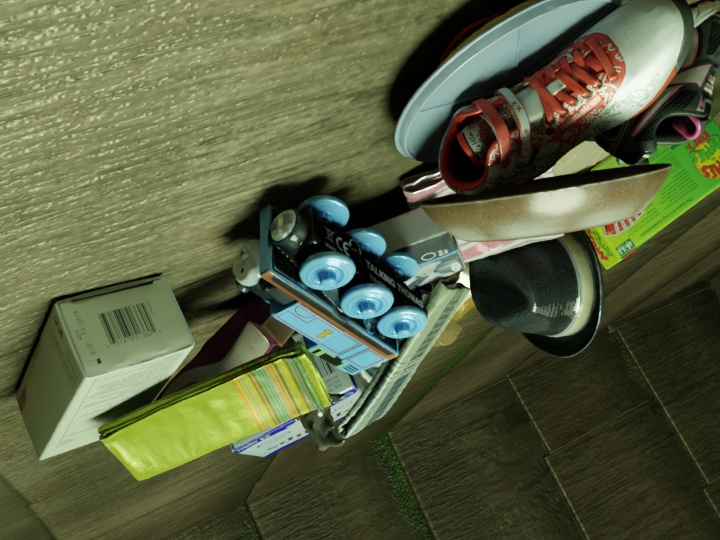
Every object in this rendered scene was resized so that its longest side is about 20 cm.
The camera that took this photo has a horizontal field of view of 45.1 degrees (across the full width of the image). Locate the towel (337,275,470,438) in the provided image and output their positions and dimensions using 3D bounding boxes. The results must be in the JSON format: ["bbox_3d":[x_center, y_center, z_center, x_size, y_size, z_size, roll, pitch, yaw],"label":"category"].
[{"bbox_3d":[0.049,0.089,0.969,0.201,0.034,0.192,-56,168,7],"label":"towel"}]

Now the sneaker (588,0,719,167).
[{"bbox_3d":[0.281,-0.156,0.772,0.199,0.086,0.081,-38,159,-13],"label":"sneaker"}]

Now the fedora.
[{"bbox_3d":[0.188,0.016,1.006,0.090,0.203,0.201,-10,159,-23],"label":"fedora"}]

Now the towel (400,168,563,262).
[{"bbox_3d":[0.129,-0.057,0.874,0.144,0.030,0.200,-15,154,10],"label":"towel"}]

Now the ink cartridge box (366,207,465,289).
[{"bbox_3d":[0.000,0.000,0.855,0.198,0.040,0.100,-20,155,10],"label":"ink cartridge box"}]

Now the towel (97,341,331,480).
[{"bbox_3d":[-0.128,0.132,0.781,0.198,0.018,0.087,-23,131,1],"label":"towel"}]

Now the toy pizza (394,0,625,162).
[{"bbox_3d":[0.109,-0.151,0.662,0.198,0.032,0.200,-27,165,-8],"label":"toy pizza"}]

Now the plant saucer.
[{"bbox_3d":[0.147,-0.053,0.692,0.197,0.037,0.200,-10,-173,1],"label":"plant saucer"}]

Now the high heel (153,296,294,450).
[{"bbox_3d":[-0.147,0.103,0.870,0.199,0.068,0.096,-39,-164,-25],"label":"high heel"}]

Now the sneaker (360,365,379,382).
[{"bbox_3d":[0.051,0.107,1.310,0.071,0.073,0.200,-15,159,-33],"label":"sneaker"}]

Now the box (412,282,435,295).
[{"bbox_3d":[0.013,0.035,1.028,0.070,0.065,0.199,-38,162,31],"label":"box"}]

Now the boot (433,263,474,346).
[{"bbox_3d":[0.118,0.020,1.162,0.202,0.071,0.144,-53,-161,-16],"label":"boot"}]

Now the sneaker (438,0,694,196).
[{"bbox_3d":[0.139,-0.120,0.625,0.107,0.068,0.201,-18,165,-42],"label":"sneaker"}]

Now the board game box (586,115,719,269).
[{"bbox_3d":[0.336,-0.102,1.004,0.199,0.102,0.048,-34,172,-11],"label":"board game box"}]

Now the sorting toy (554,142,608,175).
[{"bbox_3d":[0.225,-0.135,0.913,0.198,0.037,0.185,-21,164,-38],"label":"sorting toy"}]

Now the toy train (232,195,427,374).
[{"bbox_3d":[-0.024,0.016,0.757,0.113,0.088,0.199,-28,139,26],"label":"toy train"}]

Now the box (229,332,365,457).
[{"bbox_3d":[-0.092,0.168,1.199,0.182,0.106,0.200,-27,165,1],"label":"box"}]

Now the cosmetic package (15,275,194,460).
[{"bbox_3d":[-0.234,0.091,0.776,0.104,0.072,0.200,-15,160,-39],"label":"cosmetic package"}]

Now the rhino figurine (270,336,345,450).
[{"bbox_3d":[-0.076,0.120,0.926,0.059,0.200,0.088,-6,125,-38],"label":"rhino figurine"}]
